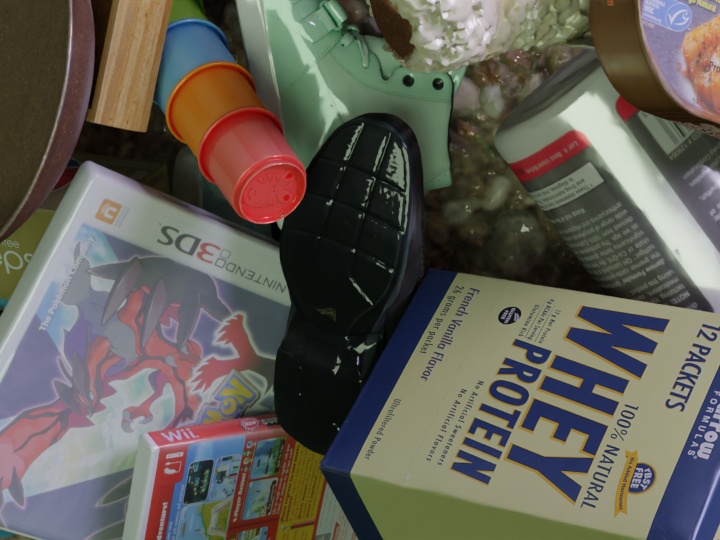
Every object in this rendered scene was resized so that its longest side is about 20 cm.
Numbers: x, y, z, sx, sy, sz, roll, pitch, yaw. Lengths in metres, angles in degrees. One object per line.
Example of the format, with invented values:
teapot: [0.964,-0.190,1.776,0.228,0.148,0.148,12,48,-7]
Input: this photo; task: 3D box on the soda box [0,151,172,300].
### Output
soda box: [-0.202,-0.029,1.103,0.198,0.068,0.065,10,123,27]

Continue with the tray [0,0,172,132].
tray: [-0.128,-0.179,1.016,0.098,0.037,0.202,17,97,49]

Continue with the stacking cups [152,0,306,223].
stacking cups: [-0.089,-0.096,1.018,0.060,0.201,0.061,-16,134,-17]

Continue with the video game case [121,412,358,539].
video game case: [-0.044,0.143,1.119,0.017,0.198,0.144,41,128,45]

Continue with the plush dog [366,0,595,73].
plush dog: [0.077,-0.200,0.931,0.159,0.200,0.173,-2,113,1]

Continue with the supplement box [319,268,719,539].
supplement box: [0.120,0.125,1.007,0.198,0.135,0.201,9,143,32]

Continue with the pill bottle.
pill bottle: [0.168,-0.023,1.009,0.110,0.111,0.201,-34,99,27]

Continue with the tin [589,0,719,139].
tin: [0.180,-0.119,0.930,0.042,0.199,0.113,9,86,47]

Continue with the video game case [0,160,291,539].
video game case: [-0.117,0.061,1.058,0.181,0.023,0.201,23,102,-35]

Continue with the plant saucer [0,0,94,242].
plant saucer: [-0.191,-0.100,1.021,0.199,0.036,0.203,-11,76,49]

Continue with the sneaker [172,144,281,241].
sneaker: [-0.049,0.023,1.119,0.081,0.074,0.202,-4,111,23]

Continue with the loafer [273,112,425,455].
loafer: [0.000,0.000,1.037,0.072,0.072,0.201,26,127,17]

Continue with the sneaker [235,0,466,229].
sneaker: [-0.006,-0.130,1.052,0.117,0.074,0.203,-11,96,-1]

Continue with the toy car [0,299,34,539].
toy car: [-0.224,0.099,1.114,0.176,0.199,0.186,34,118,33]
